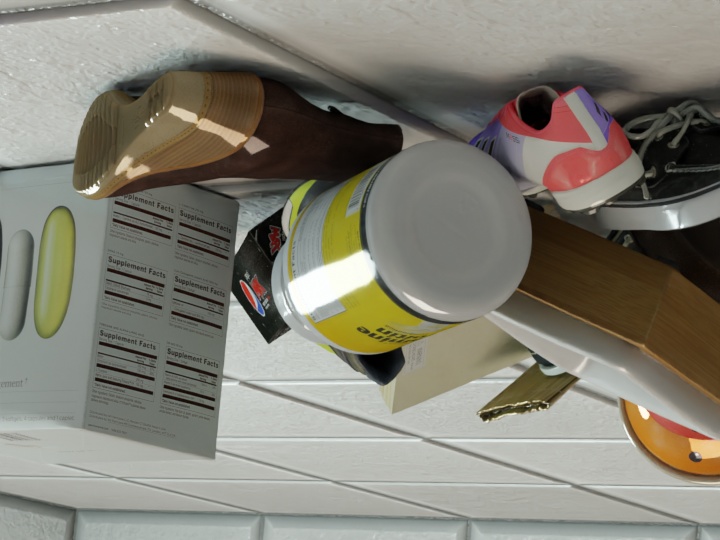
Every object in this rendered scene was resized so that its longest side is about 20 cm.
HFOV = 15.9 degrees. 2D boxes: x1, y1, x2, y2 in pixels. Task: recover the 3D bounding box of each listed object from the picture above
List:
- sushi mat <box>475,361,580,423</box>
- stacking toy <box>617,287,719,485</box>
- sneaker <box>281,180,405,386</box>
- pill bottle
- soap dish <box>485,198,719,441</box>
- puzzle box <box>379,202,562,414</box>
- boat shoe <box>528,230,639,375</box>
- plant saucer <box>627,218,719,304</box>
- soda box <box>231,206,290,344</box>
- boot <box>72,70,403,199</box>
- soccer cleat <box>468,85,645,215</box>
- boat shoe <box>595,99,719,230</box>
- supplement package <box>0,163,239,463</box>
[{"bbox_3d":[0.182,0.053,1.997,0.200,0.012,0.096,-38,-169,-29],"label":"sushi mat"},{"bbox_3d":[0.246,0.062,1.878,0.145,0.147,0.200,2,159,16],"label":"stacking toy"},{"bbox_3d":[0.000,0.000,1.819,0.081,0.074,0.201,43,158,36],"label":"sneaker"},{"bbox_3d":[0.018,-0.008,1.630,0.111,0.113,0.200,10,166,-22],"label":"pill bottle"},{"bbox_3d":[0.172,0.033,1.712,0.157,0.082,0.200,25,176,35],"label":"soap dish"},{"bbox_3d":[0.082,0.030,1.937,0.132,0.026,0.200,-21,153,-15],"label":"puzzle box"},{"bbox_3d":[0.174,0.010,1.900,0.060,0.076,0.200,35,136,-10],"label":"boat shoe"},{"bbox_3d":[0.265,-0.019,1.700,0.199,0.032,0.201,27,153,15],"label":"plant saucer"},{"bbox_3d":[-0.054,-0.002,1.974,0.063,0.071,0.200,-34,177,-14],"label":"soda box"},{"bbox_3d":[-0.084,-0.073,1.669,0.165,0.073,0.200,13,163,-26],"label":"boot"},{"bbox_3d":[0.109,-0.083,1.594,0.068,0.074,0.200,-31,-165,-13],"label":"soccer cleat"},{"bbox_3d":[0.196,-0.068,1.578,0.073,0.069,0.199,-24,-172,-17],"label":"boat shoe"},{"bbox_3d":[-0.214,0.035,1.948,0.190,0.202,0.147,-5,165,39],"label":"supplement package"}]
